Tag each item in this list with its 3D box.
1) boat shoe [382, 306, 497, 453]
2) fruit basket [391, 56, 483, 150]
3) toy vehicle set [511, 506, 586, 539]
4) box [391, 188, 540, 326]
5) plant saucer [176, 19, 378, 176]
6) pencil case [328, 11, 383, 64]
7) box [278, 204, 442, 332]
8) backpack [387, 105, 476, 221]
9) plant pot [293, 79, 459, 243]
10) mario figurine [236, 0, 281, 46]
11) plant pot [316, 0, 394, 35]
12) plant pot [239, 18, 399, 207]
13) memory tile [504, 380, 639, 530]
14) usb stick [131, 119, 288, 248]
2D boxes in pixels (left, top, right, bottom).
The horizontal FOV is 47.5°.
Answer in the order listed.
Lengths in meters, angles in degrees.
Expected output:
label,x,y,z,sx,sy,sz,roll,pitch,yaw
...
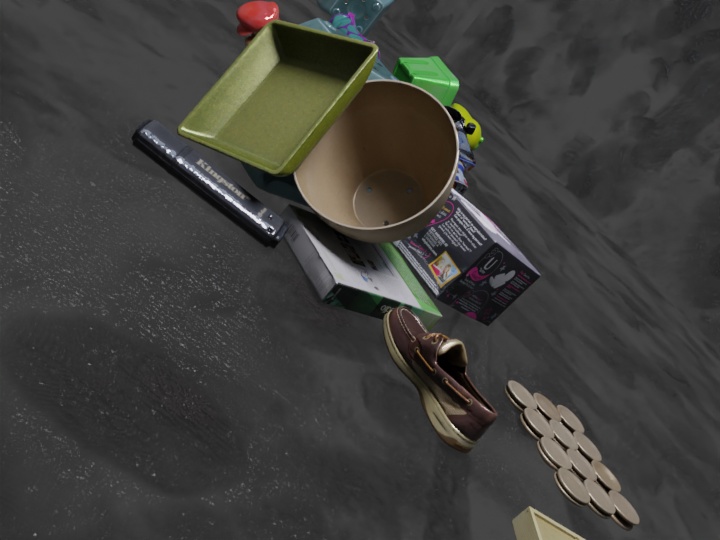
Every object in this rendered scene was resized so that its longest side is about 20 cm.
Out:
label,x,y,z,sx,sy,sz,roll,pitch,yaw
boat shoe,0.090,0.103,0.906,0.072,0.072,0.200,24,27,-38
fruit basket,0.146,-0.312,1.657,0.215,0.216,0.156,25,25,-36
toy vehicle set,0.239,0.323,0.790,0.199,0.027,0.124,34,22,-18
box,0.151,-0.022,1.162,0.132,0.115,0.200,53,13,30
plant saucer,-0.095,-0.202,0.986,0.199,0.200,0.048,26,-17,38
pencil case,-0.018,-0.566,2.042,0.085,0.093,0.200,22,27,-40
box,0.000,0.000,1.014,0.199,0.036,0.145,18,30,-44
backpack,0.062,-0.166,1.266,0.190,0.200,0.155,23,41,-38
plant pot,0.027,-0.114,1.019,0.201,0.200,0.135,50,-6,24
mario figurine,-0.168,-0.428,1.561,0.123,0.107,0.200,10,-18,44
plant pot,-0.009,-0.786,2.362,0.196,0.196,0.201,33,32,-20
plant pot,-0.056,-0.222,1.129,0.195,0.200,0.197,15,31,-47
memory tile,0.264,0.231,1.035,0.153,0.017,0.200,27,24,-32
usb stick,-0.168,-0.096,0.915,0.200,0.033,0.056,38,20,-8
